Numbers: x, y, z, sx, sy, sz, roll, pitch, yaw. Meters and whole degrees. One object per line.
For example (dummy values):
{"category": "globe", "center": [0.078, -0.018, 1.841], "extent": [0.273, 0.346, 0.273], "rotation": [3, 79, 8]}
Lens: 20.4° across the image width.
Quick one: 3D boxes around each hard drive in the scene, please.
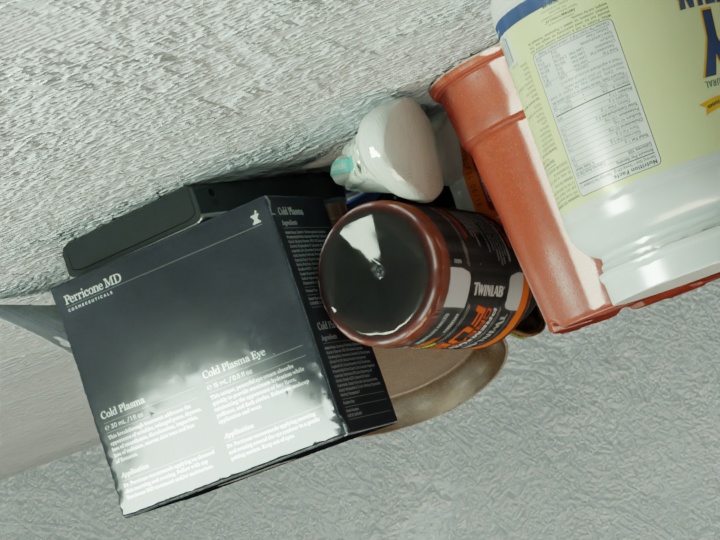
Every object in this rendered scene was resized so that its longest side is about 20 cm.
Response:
{"category": "hard drive", "center": [-0.120, -0.036, 1.577], "extent": [0.139, 0.033, 0.199], "rotation": [-24, 173, 32]}

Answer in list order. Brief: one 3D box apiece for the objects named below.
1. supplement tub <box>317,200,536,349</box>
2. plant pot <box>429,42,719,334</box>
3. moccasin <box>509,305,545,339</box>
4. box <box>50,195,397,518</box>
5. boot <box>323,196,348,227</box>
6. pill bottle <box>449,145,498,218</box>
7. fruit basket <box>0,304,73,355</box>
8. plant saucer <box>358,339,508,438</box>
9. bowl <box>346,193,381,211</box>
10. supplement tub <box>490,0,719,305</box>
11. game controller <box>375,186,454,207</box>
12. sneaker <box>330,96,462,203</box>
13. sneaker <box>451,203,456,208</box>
{"category": "supplement tub", "center": [0.061, 0.006, 1.490], "extent": [0.106, 0.108, 0.199], "rotation": [-22, 167, 29]}
{"category": "plant pot", "center": [0.173, -0.070, 1.428], "extent": [0.199, 0.197, 0.201], "rotation": [-19, 174, -2]}
{"category": "moccasin", "center": [0.111, 0.011, 1.724], "extent": [0.074, 0.077, 0.202], "rotation": [-57, 149, -13]}
{"category": "box", "center": [-0.101, 0.063, 1.494], "extent": [0.199, 0.184, 0.104], "rotation": [-21, 174, 22]}
{"category": "boot", "center": [-0.083, 0.021, 1.579], "extent": [0.199, 0.098, 0.075], "rotation": [-24, 173, 30]}
{"category": "pill bottle", "center": [0.170, -0.095, 1.603], "extent": [0.199, 0.110, 0.110], "rotation": [-20, 174, 8]}
{"category": "fruit basket", "center": [-0.200, 0.068, 1.715], "extent": [0.184, 0.095, 0.199], "rotation": [22, -164, 29]}
{"category": "plant saucer", "center": [0.027, 0.082, 1.698], "extent": [0.199, 0.035, 0.201], "rotation": [-13, 151, -7]}
{"category": "bowl", "center": [-0.049, -0.019, 1.742], "extent": [0.199, 0.040, 0.201], "rotation": [-27, -178, 1]}
{"category": "supplement tub", "center": [0.173, -0.094, 1.185], "extent": [0.144, 0.202, 0.145], "rotation": [-19, 174, -2]}
{"category": "game controller", "center": [0.000, 0.000, 1.645], "extent": [0.200, 0.042, 0.104], "rotation": [-48, 155, 18]}
{"category": "sneaker", "center": [0.015, -0.081, 1.469], "extent": [0.088, 0.076, 0.200], "rotation": [-8, 178, 14]}
{"category": "sneaker", "center": [0.044, -0.004, 1.770], "extent": [0.073, 0.088, 0.200], "rotation": [19, -123, 36]}
